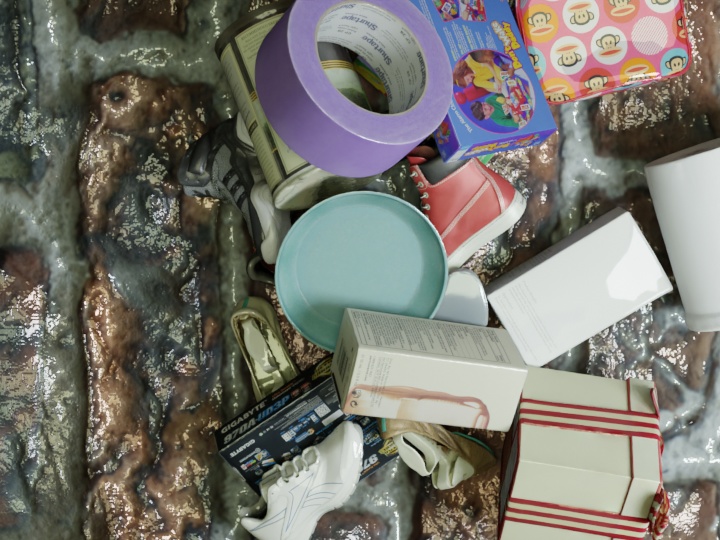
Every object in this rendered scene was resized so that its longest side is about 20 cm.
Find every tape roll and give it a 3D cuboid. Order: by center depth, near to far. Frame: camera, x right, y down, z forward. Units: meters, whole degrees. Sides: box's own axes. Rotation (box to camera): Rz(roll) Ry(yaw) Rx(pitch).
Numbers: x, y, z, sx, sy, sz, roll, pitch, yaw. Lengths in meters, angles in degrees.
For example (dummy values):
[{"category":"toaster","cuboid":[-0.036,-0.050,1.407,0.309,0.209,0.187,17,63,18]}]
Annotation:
[{"category":"tape roll","cuboid":[-0.006,-0.207,1.383,0.199,0.085,0.201,13,63,-27]}]

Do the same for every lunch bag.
[{"category":"lunch bag","cuboid":[0.279,-0.295,1.521,0.199,0.082,0.177,-11,96,3]}]

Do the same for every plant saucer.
[{"category":"plant saucer","cuboid":[0.000,0.000,1.491,0.199,0.036,0.201,-2,110,-6]}]

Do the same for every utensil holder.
[{"category":"utensil holder","cuboid":[0.434,-0.050,1.505,0.169,0.170,0.201,-18,95,3]}]

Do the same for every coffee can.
[{"category":"coffee can","cuboid":[-0.066,-0.189,1.483,0.146,0.146,0.201,-22,79,4]}]

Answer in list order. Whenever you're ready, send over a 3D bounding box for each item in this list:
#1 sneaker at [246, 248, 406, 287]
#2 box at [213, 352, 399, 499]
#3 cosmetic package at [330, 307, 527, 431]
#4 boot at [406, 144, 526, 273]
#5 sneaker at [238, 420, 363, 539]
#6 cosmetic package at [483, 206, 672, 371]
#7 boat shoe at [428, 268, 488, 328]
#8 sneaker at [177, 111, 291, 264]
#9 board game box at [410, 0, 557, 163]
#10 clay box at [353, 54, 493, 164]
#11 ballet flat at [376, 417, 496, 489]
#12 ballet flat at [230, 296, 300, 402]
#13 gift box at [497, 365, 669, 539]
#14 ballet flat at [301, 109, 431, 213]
[{"category":"sneaker","cuboid":[-0.044,0.003,1.541,0.199,0.082,0.077,0,109,19]},{"category":"box","cuboid":[-0.053,0.204,1.574,0.200,0.046,0.159,-35,122,5]},{"category":"cosmetic package","cuboid":[0.075,0.113,1.470,0.199,0.103,0.088,8,113,-12]},{"category":"boot","cuboid":[0.076,-0.066,1.532,0.144,0.073,0.200,41,114,-19]},{"category":"sneaker","cuboid":[-0.068,0.255,1.532,0.087,0.075,0.200,30,107,-23]},{"category":"cosmetic package","cuboid":[0.259,0.021,1.562,0.199,0.081,0.113,-29,96,3]},{"category":"boat shoe","cuboid":[0.120,0.086,1.565,0.073,0.068,0.200,-3,111,6]},{"category":"sneaker","cuboid":[-0.152,-0.090,1.543,0.113,0.075,0.201,-17,69,12]},{"category":"board game box","cuboid":[0.127,-0.232,1.483,0.134,0.045,0.201,-12,76,-26]},{"category":"clay box","cuboid":[0.102,-0.223,1.538,0.200,0.048,0.115,40,80,-2]},{"category":"ballet flat","cuboid":[0.089,0.218,1.554,0.068,0.073,0.200,-21,135,36]},{"category":"ballet flat","cuboid":[-0.107,0.129,1.589,0.069,0.069,0.201,-24,96,4]},{"category":"gift box","cuboid":[0.265,0.226,1.502,0.186,0.185,0.200,9,135,1]},{"category":"ballet flat","cuboid":[0.003,-0.137,1.571,0.200,0.057,0.067,-32,77,-1]}]
